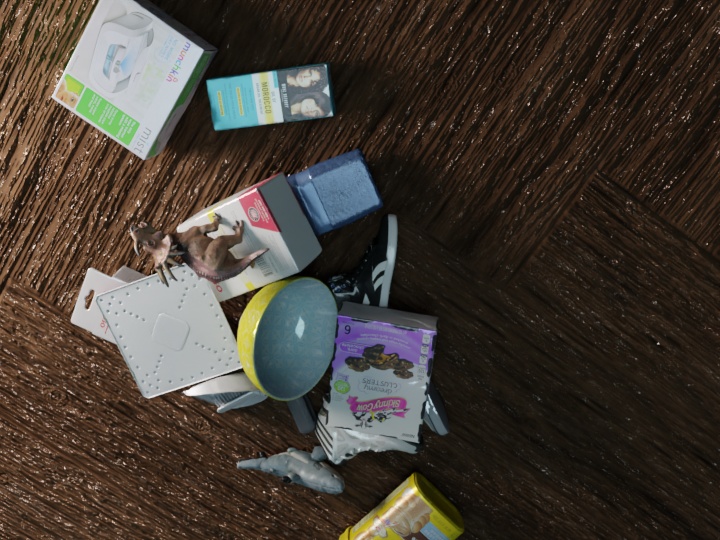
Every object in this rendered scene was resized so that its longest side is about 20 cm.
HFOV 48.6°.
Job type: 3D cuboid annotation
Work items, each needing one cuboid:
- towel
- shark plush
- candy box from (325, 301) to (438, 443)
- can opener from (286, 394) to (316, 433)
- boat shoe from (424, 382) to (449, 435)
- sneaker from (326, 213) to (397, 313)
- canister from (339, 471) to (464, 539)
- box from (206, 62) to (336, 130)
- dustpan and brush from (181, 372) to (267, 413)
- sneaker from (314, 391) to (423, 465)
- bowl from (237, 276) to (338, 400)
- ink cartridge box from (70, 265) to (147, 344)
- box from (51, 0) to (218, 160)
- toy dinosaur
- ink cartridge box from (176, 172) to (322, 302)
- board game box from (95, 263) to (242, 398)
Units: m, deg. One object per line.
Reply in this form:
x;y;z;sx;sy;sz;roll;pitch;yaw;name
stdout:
-0.067;-0.118;1.323;0.196;0.049;0.113;-21;106;10;towel
-0.123;0.358;1.453;0.196;0.083;0.092;21;107;-3;shark plush
0.035;0.169;1.327;0.164;0.072;0.204;8;107;5;candy box
-0.117;0.193;1.417;0.065;0.053;0.204;-14;106;12;can opener
0.088;0.209;1.404;0.065;0.072;0.202;-29;103;16;boat shoe
0.000;0.000;1.342;0.109;0.073;0.204;7;109;-1;sneaker
0.077;0.490;1.482;0.148;0.087;0.200;43;103;-10;canister
-0.142;-0.278;1.278;0.195;0.049;0.084;-6;107;5;box
-0.191;0.209;1.383;0.197;0.140;0.058;-26;66;10;dustpan and brush
0.010;0.306;1.438;0.197;0.076;0.117;23;108;6;sneaker
-0.138;0.101;1.313;0.106;0.198;0.205;13;112;39;bowl
-0.387;0.073;1.389;0.197;0.067;0.117;25;108;-5;ink cartridge box
-0.352;-0.311;1.257;0.175;0.097;0.202;34;105;-5;box
-0.239;-0.019;1.205;0.196;0.136;0.087;18;123;19;toy dinosaur
-0.183;-0.051;1.295;0.197;0.083;0.147;-18;106;35;ink cartridge box
-0.316;0.098;1.341;0.196;0.026;0.203;-18;109;11;board game box
